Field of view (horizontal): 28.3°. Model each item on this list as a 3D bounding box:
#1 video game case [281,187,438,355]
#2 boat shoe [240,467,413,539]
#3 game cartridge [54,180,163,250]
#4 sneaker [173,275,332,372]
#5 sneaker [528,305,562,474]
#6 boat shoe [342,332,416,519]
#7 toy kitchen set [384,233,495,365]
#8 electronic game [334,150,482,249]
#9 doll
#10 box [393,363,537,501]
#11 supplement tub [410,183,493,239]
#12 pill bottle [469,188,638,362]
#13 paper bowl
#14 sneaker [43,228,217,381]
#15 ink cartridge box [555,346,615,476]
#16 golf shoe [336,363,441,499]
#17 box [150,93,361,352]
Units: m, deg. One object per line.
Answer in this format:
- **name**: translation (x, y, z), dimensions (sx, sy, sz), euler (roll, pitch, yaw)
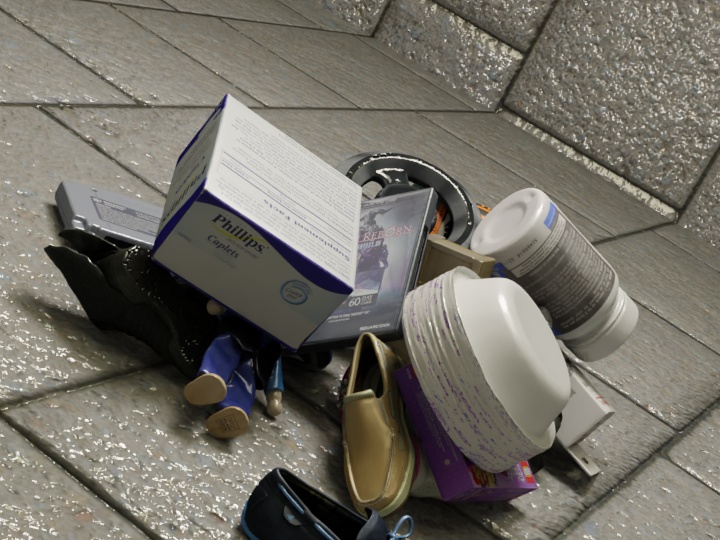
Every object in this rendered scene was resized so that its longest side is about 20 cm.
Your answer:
- **video game case**: translation (0.000, 0.000, 1.532), dimensions (0.019, 0.142, 0.200), euler (53, 39, -39)
- **boat shoe**: translation (-0.003, 0.235, 1.212), dimensions (0.199, 0.069, 0.084), euler (26, 18, -8)
- **game cartridge**: translation (-0.257, -0.044, 1.672), dimensions (0.199, 0.041, 0.133), euler (19, 23, -28)
- **sneaker**: translation (-0.124, 0.059, 1.553), dimensions (0.199, 0.071, 0.083), euler (30, 40, -3)
- **sneaker**: translation (0.192, 0.141, 1.625), dimensions (0.066, 0.201, 0.090), euler (-4, -24, 44)
- **boat shoe**: translation (0.007, 0.146, 1.382), dimensions (0.200, 0.071, 0.076), euler (-93, 158, -47)
- **toy kitchen set**: translation (0.071, 0.050, 1.632), dimensions (0.163, 0.201, 0.180), euler (24, 14, 25)
- **electronic game**: translation (0.052, -0.068, 1.703), dimensions (0.199, 0.042, 0.200), euler (11, 47, -12)
- **doll**: translation (-0.113, 0.089, 1.420), dimensions (0.137, 0.048, 0.200), euler (59, 24, -18)
- **box**: translation (0.111, 0.166, 1.462), dimensions (0.200, 0.039, 0.137), euler (18, 48, -64)
- **supplement tub**: translation (0.137, -0.023, 1.794), dimensions (0.199, 0.123, 0.123), euler (21, 17, 3)
- **pill bottle**: translation (0.231, 0.009, 1.680), dimensions (0.200, 0.114, 0.114), euler (45, 11, -21)
- **paper bowl**: translation (0.133, 0.089, 1.408), dimensions (0.201, 0.104, 0.201), euler (51, 21, -27)
- **sneaker**: translation (-0.223, 0.038, 1.425), dimensions (0.200, 0.104, 0.060), euler (56, 44, -22)
- **ink cartridge box**: translation (0.238, 0.146, 1.708), dimensions (0.200, 0.067, 0.116), euler (50, 9, 13)
- **golf shoe**: translation (0.037, 0.167, 1.482), dimensions (0.091, 0.075, 0.200), euler (27, 23, -34)
- **box**: translation (-0.101, -0.050, 1.456), dimensions (0.184, 0.105, 0.200), euler (34, 29, -18)
